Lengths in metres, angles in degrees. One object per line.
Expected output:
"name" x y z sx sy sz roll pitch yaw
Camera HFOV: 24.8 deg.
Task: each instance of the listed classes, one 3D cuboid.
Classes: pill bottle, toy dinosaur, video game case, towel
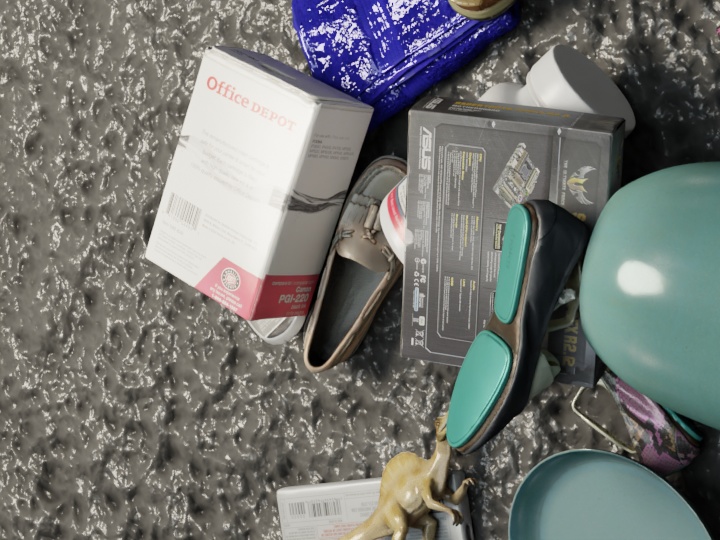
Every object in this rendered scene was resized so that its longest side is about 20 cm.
"pill bottle" 0.119 -0.078 1.309 0.200 0.119 0.120 -46 67 28
"toy dinosaur" 0.039 0.209 1.404 0.200 0.058 0.101 -47 52 18
"video game case" 0.019 0.277 1.457 0.199 0.023 0.184 -11 86 34
"towel" 0.031 -0.223 1.408 0.199 0.049 0.149 -32 75 32

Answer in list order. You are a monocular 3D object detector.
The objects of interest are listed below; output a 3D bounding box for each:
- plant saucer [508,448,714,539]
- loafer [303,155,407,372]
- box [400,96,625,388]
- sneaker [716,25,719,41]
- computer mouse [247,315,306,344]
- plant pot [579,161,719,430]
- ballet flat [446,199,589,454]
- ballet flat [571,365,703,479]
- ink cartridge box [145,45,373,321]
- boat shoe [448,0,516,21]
"plant saucer" 0.206 0.231 1.293 0.199 0.027 0.202 18 118 37
"loafer" 0.000 0.000 1.422 0.071 0.063 0.201 23 110 3
"box" 0.113 -0.022 1.236 0.157 0.048 0.202 7 110 19
"sneaker" 0.351 -0.144 1.170 0.200 0.080 0.087 43 104 20
"computer mouse" -0.099 -0.019 1.515 0.110 0.044 0.201 -41 65 28
"plant pot" 0.252 0.014 1.164 0.160 0.200 0.203 13 100 30
"ballet flat" 0.121 0.047 1.193 0.073 0.073 0.202 26 111 31
"ballet flat" 0.189 0.079 1.296 0.071 0.069 0.201 -37 73 11
"ink cartridge box" -0.090 -0.077 1.428 0.145 0.084 0.202 29 109 34
"boat shoe" 0.136 -0.288 1.292 0.076 0.074 0.201 38 95 23
